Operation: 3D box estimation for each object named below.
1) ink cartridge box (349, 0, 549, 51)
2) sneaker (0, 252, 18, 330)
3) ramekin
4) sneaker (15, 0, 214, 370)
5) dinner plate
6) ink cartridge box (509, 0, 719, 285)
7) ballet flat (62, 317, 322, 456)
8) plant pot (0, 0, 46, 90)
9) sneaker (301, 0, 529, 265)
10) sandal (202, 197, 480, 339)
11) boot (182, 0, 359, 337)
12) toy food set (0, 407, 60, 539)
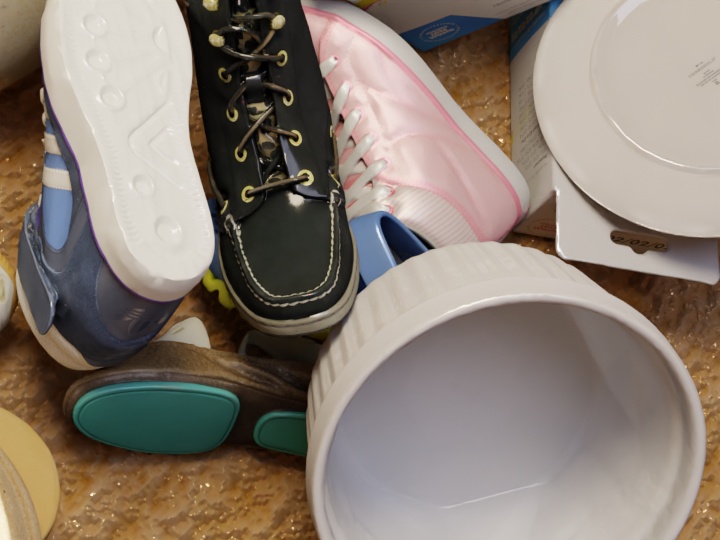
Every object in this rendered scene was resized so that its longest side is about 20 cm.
[{"bbox_3d":[0.038,-0.202,1.019,0.200,0.116,0.068,20,54,-62],"label":"ink cartridge box"},{"bbox_3d":[-0.273,-0.017,0.892,0.200,0.076,0.088,36,60,-5],"label":"sneaker"},{"bbox_3d":[0.065,0.080,0.899,0.199,0.201,0.105,15,20,-17],"label":"ramekin"},{"bbox_3d":[-0.144,-0.049,0.897,0.080,0.146,0.201,1,65,-35],"label":"sneaker"},{"bbox_3d":[0.203,-0.114,1.050,0.199,0.024,0.201,-1,68,2],"label":"dinner plate"},{"bbox_3d":[0.158,-0.080,1.104,0.115,0.068,0.201,10,65,-17],"label":"ink cartridge box"},{"bbox_3d":[-0.067,0.062,0.959,0.199,0.068,0.073,6,47,-21],"label":"ballet flat"},{"bbox_3d":[-0.173,-0.203,0.959,0.183,0.200,0.201,-41,88,-19],"label":"plant pot"},{"bbox_3d":[0.004,-0.071,1.030,0.200,0.075,0.105,43,54,-6],"label":"sneaker"},{"bbox_3d":[0.000,0.000,0.972,0.199,0.087,0.080,22,34,5],"label":"sandal"},{"bbox_3d":[-0.052,-0.080,0.897,0.073,0.154,0.204,-11,43,1],"label":"boot"},{"bbox_3d":[-0.250,0.141,0.835,0.197,0.049,0.201,10,62,-6],"label":"toy food set"}]
